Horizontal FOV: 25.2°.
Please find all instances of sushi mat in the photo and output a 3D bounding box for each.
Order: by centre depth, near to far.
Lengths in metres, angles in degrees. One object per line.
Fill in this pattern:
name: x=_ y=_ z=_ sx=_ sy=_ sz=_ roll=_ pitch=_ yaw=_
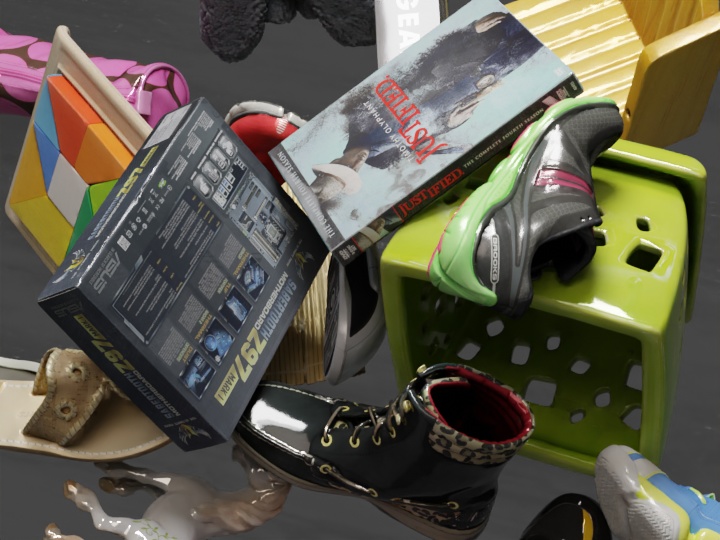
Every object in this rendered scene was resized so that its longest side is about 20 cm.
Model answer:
sushi mat: x=-0.051 y=0.006 z=1.282 sx=0.096 sy=0.012 sz=0.200 roll=-8 pitch=57 yaw=4

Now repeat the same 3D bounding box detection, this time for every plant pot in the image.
plant pot: x=0.143 y=0.011 z=1.143 sx=0.199 sy=0.200 sz=0.182 roll=15 pitch=54 yaw=18

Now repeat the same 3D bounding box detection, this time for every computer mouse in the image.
computer mouse: x=0.000 y=0.000 z=1.202 sx=0.044 sy=0.110 sz=0.200 roll=8 pitch=53 yaw=-9

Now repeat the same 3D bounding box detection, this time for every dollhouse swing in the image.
dollhouse swing: x=0.164 y=-0.199 z=1.297 sx=0.176 sy=0.182 sz=0.200 roll=-11 pitch=56 yaw=-11

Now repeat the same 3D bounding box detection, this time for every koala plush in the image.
koala plush: x=-0.062 y=-0.316 z=1.410 sx=0.177 sy=0.184 sz=0.200 roll=-4 pitch=45 yaw=6

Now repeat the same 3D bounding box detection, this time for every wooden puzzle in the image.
wooden puzzle: x=-0.222 y=-0.064 z=1.266 sx=0.037 sy=0.185 sz=0.200 roll=-8 pitch=45 yaw=-39

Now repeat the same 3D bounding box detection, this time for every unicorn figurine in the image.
unicorn figurine: x=-0.135 y=0.170 z=1.149 sx=0.137 sy=0.074 sz=0.200 roll=20 pitch=45 yaw=12

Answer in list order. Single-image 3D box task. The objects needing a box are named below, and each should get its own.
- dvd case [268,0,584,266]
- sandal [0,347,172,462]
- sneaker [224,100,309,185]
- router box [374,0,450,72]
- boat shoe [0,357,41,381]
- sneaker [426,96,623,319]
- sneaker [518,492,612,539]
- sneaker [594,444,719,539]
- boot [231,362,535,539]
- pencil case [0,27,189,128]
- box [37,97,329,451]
dvd case: x=0.040 y=-0.102 z=1.114 sx=0.200 sy=0.022 sz=0.146 roll=-37 pitch=38 yaw=4
sandal: x=-0.218 y=0.089 z=1.135 sx=0.211 sy=0.070 sz=0.078 roll=-5 pitch=58 yaw=11
sneaker: x=-0.094 y=-0.064 z=1.249 sx=0.077 sy=0.200 sz=0.085 roll=26 pitch=60 yaw=-19
router box: x=0.045 y=-0.169 z=1.271 sx=0.052 sy=0.157 sz=0.200 roll=-5 pitch=68 yaw=6
boat shoe: x=-0.267 y=0.102 z=1.225 sx=0.202 sy=0.072 sz=0.060 roll=15 pitch=61 yaw=25
sneaker: x=0.118 y=-0.037 z=1.023 sx=0.084 sy=0.077 sz=0.200 roll=36 pitch=54 yaw=6
sneaker: x=0.111 y=0.225 z=1.068 sx=0.070 sy=0.090 sz=0.200 roll=24 pitch=65 yaw=23
sneaker: x=0.248 y=0.186 z=1.083 sx=0.105 sy=0.076 sz=0.200 roll=-29 pitch=72 yaw=-21
boot: x=0.013 y=0.102 z=1.099 sx=0.203 sy=0.154 sz=0.074 roll=25 pitch=56 yaw=2
pencil case: x=-0.250 y=-0.155 z=1.371 sx=0.200 sy=0.094 sz=0.091 roll=13 pitch=79 yaw=18
box: x=-0.116 y=0.001 z=1.127 sx=0.051 sy=0.158 sz=0.200 roll=-17 pitch=34 yaw=42
